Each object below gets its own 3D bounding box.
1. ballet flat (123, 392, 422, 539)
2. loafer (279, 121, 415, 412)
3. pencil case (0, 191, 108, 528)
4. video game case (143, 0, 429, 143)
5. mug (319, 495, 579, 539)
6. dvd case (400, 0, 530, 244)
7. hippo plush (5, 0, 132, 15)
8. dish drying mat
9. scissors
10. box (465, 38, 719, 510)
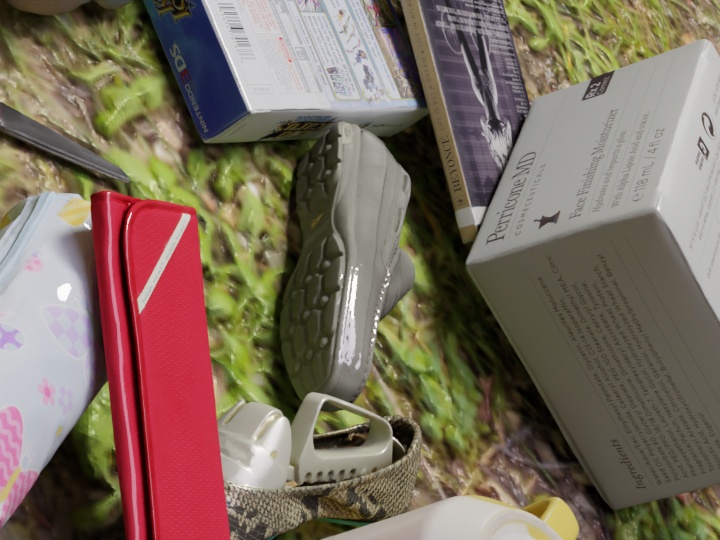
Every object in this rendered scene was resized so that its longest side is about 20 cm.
[{"bbox_3d":[-0.038,0.096,1.114,0.068,0.075,0.200,31,19,34],"label":"ballet flat"},{"bbox_3d":[0.000,0.000,1.239,0.070,0.070,0.200,29,43,-23],"label":"loafer"},{"bbox_3d":[-0.165,0.045,0.991,0.091,0.083,0.200,65,31,-21],"label":"pencil case"},{"bbox_3d":[-0.058,-0.172,1.318,0.181,0.045,0.200,-7,71,-52],"label":"video game case"},{"bbox_3d":[0.031,0.167,1.079,0.149,0.153,0.187,35,41,-28],"label":"mug"},{"bbox_3d":[0.072,-0.115,1.404,0.149,0.016,0.200,-4,79,-65],"label":"dvd case"},{"bbox_3d":[-0.143,-0.248,1.165,0.161,0.200,0.159,54,15,9],"label":"hippo plush"},{"bbox_3d":[-0.087,0.065,1.018,0.077,0.018,0.200,12,68,-61],"label":"dish drying mat"},{"bbox_3d":[-0.197,-0.080,1.111,0.200,0.014,0.073,40,36,-26],"label":"scissors"},{"bbox_3d":[0.184,0.002,1.376,0.200,0.131,0.199,58,32,-24],"label":"box"}]
